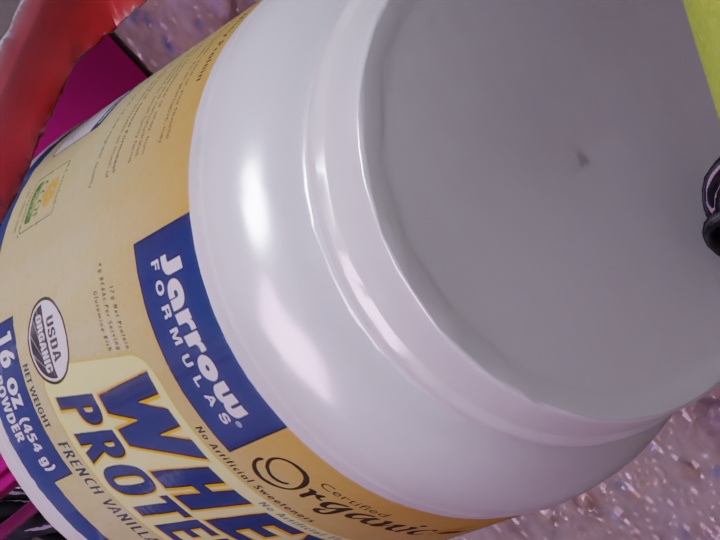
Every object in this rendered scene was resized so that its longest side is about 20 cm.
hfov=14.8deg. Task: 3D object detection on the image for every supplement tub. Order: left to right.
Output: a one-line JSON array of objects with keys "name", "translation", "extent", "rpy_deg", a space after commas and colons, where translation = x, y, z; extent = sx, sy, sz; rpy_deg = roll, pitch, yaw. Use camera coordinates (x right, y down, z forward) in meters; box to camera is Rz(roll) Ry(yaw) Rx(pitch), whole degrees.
[{"name": "supplement tub", "translation": [0.000, 0.000, 0.711], "extent": [0.145, 0.144, 0.200], "rpy_deg": [55, 146, -6]}]

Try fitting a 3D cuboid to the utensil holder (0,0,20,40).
[{"name": "utensil holder", "translation": [-0.165, -0.163, 0.733], "extent": [0.200, 0.170, 0.170], "rpy_deg": [38, 143, 16]}]

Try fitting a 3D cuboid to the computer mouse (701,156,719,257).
[{"name": "computer mouse", "translation": [0.112, -0.083, 0.588], "extent": [0.109, 0.044, 0.201], "rpy_deg": [-3, 116, 25]}]

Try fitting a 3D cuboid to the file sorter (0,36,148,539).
[{"name": "file sorter", "translation": [-0.149, -0.016, 0.876], "extent": [0.200, 0.139, 0.125], "rpy_deg": [47, 148, 7]}]

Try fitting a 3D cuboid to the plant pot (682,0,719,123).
[{"name": "plant pot", "translation": [0.105, -0.146, 0.454], "extent": [0.187, 0.187, 0.201], "rpy_deg": [-30, 83, 55]}]

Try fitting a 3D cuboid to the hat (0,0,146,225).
[{"name": "hat", "translation": [-0.055, -0.138, 0.552], "extent": [0.166, 0.176, 0.200], "rpy_deg": [64, 178, -31]}]

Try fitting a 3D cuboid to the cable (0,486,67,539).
[{"name": "cable", "translation": [-0.104, 0.118, 0.999], "extent": [0.200, 0.051, 0.163], "rpy_deg": [4, 137, 42]}]
